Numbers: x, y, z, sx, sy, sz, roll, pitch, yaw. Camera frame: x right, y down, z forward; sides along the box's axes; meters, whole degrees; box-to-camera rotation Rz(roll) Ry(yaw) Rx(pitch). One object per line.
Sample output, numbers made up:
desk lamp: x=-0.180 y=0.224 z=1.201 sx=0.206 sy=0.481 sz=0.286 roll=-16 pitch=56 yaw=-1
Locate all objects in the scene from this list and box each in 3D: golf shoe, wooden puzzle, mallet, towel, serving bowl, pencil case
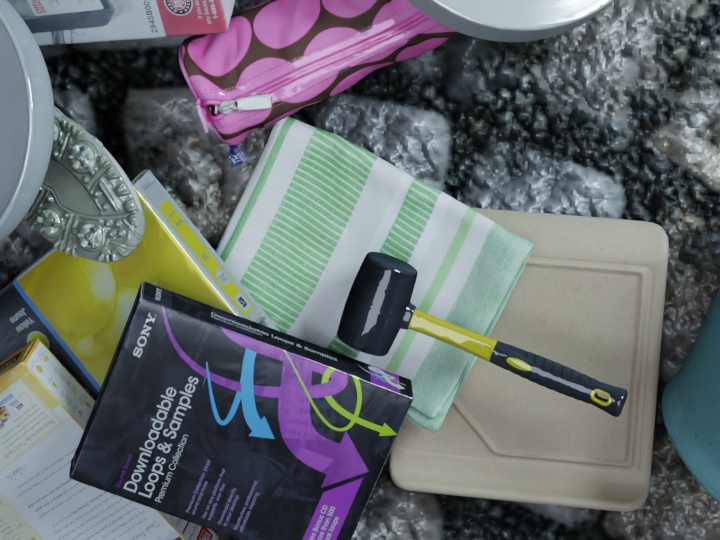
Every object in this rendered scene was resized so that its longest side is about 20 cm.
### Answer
golf shoe: x=-0.203 y=-0.078 z=1.432 sx=0.200 sy=0.097 sz=0.079 roll=41 pitch=109 yaw=23
wooden puzzle: x=0.115 y=0.059 z=1.477 sx=0.183 sy=0.037 sz=0.202 roll=5 pitch=100 yaw=8
mallet: x=0.084 y=0.042 z=1.414 sx=0.198 sy=0.041 sz=0.066 roll=15 pitch=101 yaw=10
towel: x=0.000 y=0.000 z=1.461 sx=0.199 sy=0.023 sz=0.153 roll=30 pitch=108 yaw=13
serving bowl: x=-0.272 y=-0.098 z=1.378 sx=0.199 sy=0.066 sz=0.202 roll=1 pitch=92 yaw=30
pencil case: x=-0.020 y=-0.152 z=1.409 sx=0.199 sy=0.094 sz=0.091 roll=-26 pitch=101 yaw=14

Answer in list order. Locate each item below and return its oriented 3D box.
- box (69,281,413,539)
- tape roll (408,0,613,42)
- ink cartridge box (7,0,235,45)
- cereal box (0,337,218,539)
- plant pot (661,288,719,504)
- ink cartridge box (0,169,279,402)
box: x=-0.081 y=0.108 z=1.442 sx=0.199 sy=0.036 sz=0.144 roll=20 pitch=107 yaw=-8
tape roll: x=0.097 y=-0.247 z=1.351 sx=0.201 sy=0.037 sz=0.205 roll=1 pitch=83 yaw=-7
ink cartridge box: x=-0.189 y=-0.228 z=1.393 sx=0.198 sy=0.085 sz=0.146 roll=-2 pitch=134 yaw=11
cereal box: x=-0.216 y=0.160 z=1.513 sx=0.143 sy=0.040 sz=0.200 roll=-32 pitch=108 yaw=27
plant pot: x=0.303 y=0.065 z=1.376 sx=0.200 sy=0.200 sz=0.188 roll=39 pitch=122 yaw=-3
ink cartridge box: x=-0.157 y=0.063 z=1.496 sx=0.197 sy=0.047 sz=0.200 roll=-36 pitch=95 yaw=27
